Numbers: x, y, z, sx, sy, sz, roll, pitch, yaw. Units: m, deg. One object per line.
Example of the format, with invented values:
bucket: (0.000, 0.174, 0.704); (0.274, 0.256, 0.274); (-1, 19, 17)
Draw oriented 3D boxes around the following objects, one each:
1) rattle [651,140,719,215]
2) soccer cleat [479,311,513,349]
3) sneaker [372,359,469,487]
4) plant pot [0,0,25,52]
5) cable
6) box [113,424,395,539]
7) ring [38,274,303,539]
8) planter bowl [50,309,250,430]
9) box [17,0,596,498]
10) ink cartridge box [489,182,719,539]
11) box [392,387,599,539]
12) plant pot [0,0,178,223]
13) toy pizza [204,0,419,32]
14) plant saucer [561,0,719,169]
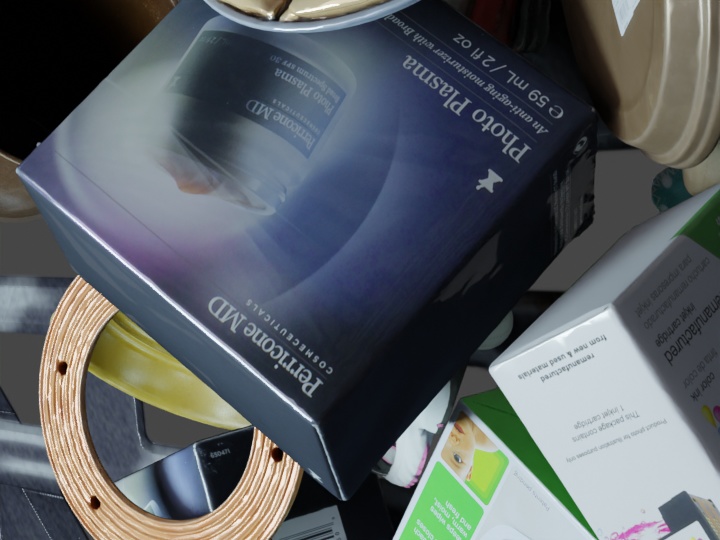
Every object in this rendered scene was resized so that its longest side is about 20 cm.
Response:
rattle: (0.207, -0.094, 0.829); (0.130, 0.141, 0.202); (-115, 15, -67)
soccer cleat: (0.000, 0.000, 0.975); (0.069, 0.199, 0.078); (-36, 27, 48)
sneaker: (0.010, 0.058, 0.966); (0.085, 0.081, 0.200); (21, 156, 3)
plant pot: (-0.348, -0.209, 1.326); (0.200, 0.198, 0.177); (53, 145, 27)
cable: (0.078, -0.199, 0.929); (0.097, 0.050, 0.202); (-130, 43, -57)
box: (-0.066, 0.209, 1.104); (0.198, 0.122, 0.202); (-31, 74, 60)
ring: (-0.109, 0.080, 0.999); (0.198, 0.019, 0.203); (4, 97, 33)
planter bowl: (-0.096, 0.031, 1.122); (0.199, 0.200, 0.084); (-12, 52, 48)
box: (-0.021, -0.037, 0.834); (0.199, 0.199, 0.123); (37, 166, 19)
ink cartridge box: (0.171, 0.080, 0.776); (0.084, 0.145, 0.201); (-29, 96, 45)
box: (0.114, 0.191, 0.943); (0.200, 0.096, 0.178); (46, 126, 32)
plant pot: (-0.233, -0.115, 1.232); (0.200, 0.185, 0.189); (-44, 64, 60)
toy pizza: (0.000, -0.194, 0.788); (0.198, 0.032, 0.202); (-15, 51, 20)
plant saucer: (0.121, -0.144, 0.766); (0.200, 0.029, 0.203); (170, 90, -82)
